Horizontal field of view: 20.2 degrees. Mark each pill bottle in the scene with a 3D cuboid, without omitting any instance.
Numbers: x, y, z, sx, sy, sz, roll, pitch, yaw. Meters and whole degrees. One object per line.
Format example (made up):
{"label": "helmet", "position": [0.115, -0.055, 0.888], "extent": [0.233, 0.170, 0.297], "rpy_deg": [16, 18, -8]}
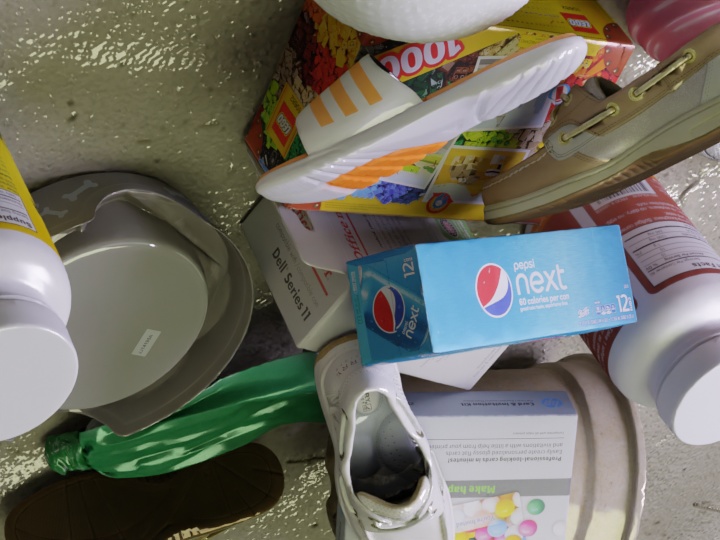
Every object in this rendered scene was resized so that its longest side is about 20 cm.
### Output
{"label": "pill bottle", "position": [-0.226, -0.004, 1.113], "extent": [0.112, 0.200, 0.113], "rpy_deg": [-17, 138, -16]}
{"label": "pill bottle", "position": [0.205, 0.023, 1.411], "extent": [0.112, 0.200, 0.112], "rpy_deg": [-17, 138, -16]}

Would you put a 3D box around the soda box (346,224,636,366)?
{"label": "soda box", "position": [0.086, 0.014, 1.277], "extent": [0.064, 0.068, 0.200], "rpy_deg": [-13, 175, 44]}

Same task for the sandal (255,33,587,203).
{"label": "sandal", "position": [0.029, -0.101, 1.167], "extent": [0.206, 0.059, 0.079], "rpy_deg": [-26, 168, 8]}

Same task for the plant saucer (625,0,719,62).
{"label": "plant saucer", "position": [0.273, -0.163, 1.304], "extent": [0.200, 0.051, 0.201], "rpy_deg": [-7, 170, -1]}

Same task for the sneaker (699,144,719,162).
{"label": "sneaker", "position": [0.314, -0.096, 1.454], "extent": [0.199, 0.082, 0.078], "rpy_deg": [5, 128, -35]}

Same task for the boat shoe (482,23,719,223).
{"label": "boat shoe", "position": [0.155, -0.087, 1.235], "extent": [0.200, 0.067, 0.074], "rpy_deg": [-25, 173, 29]}

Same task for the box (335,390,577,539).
{"label": "box", "position": [0.061, 0.180, 1.386], "extent": [0.155, 0.041, 0.201], "rpy_deg": [1, 114, -8]}

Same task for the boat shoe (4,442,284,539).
{"label": "boat shoe", "position": [-0.153, 0.176, 1.438], "extent": [0.199, 0.074, 0.066], "rpy_deg": [-10, 165, -12]}

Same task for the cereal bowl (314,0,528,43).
{"label": "cereal bowl", "position": [0.051, -0.220, 1.109], "extent": [0.199, 0.083, 0.201], "rpy_deg": [-10, 111, -29]}

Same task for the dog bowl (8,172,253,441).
{"label": "dog bowl", "position": [-0.170, 0.023, 1.285], "extent": [0.199, 0.059, 0.200], "rpy_deg": [-17, 138, -16]}

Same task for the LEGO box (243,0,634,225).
{"label": "LEGO box", "position": [0.049, -0.113, 1.273], "extent": [0.199, 0.077, 0.149], "rpy_deg": [2, 128, -34]}

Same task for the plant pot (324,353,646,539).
{"label": "plant pot", "position": [0.080, 0.149, 1.488], "extent": [0.183, 0.201, 0.201], "rpy_deg": [9, 126, -23]}

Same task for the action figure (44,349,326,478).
{"label": "action figure", "position": [-0.121, 0.100, 1.391], "extent": [0.199, 0.055, 0.118], "rpy_deg": [-17, 149, -4]}

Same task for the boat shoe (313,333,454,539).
{"label": "boat shoe", "position": [0.018, 0.137, 1.296], "extent": [0.071, 0.069, 0.200], "rpy_deg": [-21, 123, -1]}

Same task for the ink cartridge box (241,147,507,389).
{"label": "ink cartridge box", "position": [0.000, 0.000, 1.323], "extent": [0.200, 0.117, 0.067], "rpy_deg": [17, 124, -41]}
